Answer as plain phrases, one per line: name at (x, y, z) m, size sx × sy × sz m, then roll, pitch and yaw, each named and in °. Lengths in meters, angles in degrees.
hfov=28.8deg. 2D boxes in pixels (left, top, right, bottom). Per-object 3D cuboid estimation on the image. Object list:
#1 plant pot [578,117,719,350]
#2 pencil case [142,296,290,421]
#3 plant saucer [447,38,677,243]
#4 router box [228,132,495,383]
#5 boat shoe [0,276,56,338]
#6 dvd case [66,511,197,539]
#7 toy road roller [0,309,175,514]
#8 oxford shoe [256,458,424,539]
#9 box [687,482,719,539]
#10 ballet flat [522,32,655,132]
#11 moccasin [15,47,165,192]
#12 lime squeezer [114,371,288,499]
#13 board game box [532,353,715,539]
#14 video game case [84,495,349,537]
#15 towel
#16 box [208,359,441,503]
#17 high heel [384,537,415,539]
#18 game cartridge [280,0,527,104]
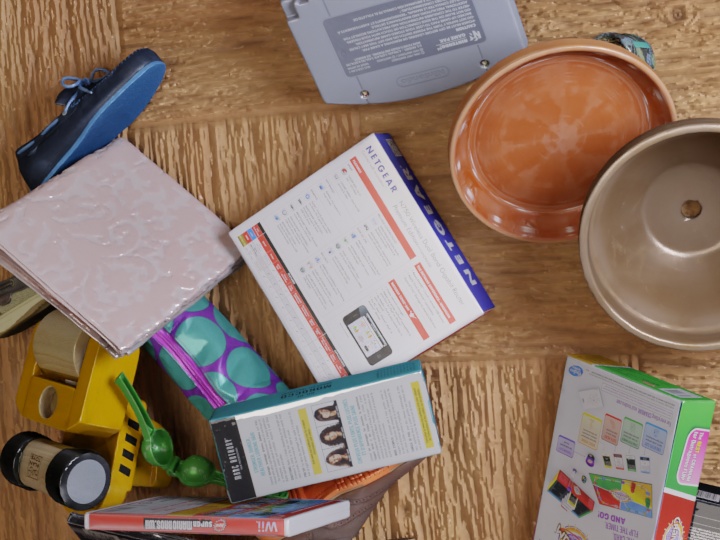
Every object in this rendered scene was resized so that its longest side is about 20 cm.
plant pot at (0.285, -0.040, 1.195) m, size 0.201 × 0.093 × 0.201 m, roll 2°, pitch 111°, yaw 5°
pencil case at (-0.150, 0.091, 1.372) m, size 0.200 × 0.092 × 0.085 m, roll 47°, pitch 110°, yaw 11°
plant saucer at (0.175, -0.113, 1.222) m, size 0.200 × 0.032 × 0.200 m, roll -3°, pitch 128°, yaw -3°
router box at (0.000, 0.000, 1.334) m, size 0.179 × 0.049 × 0.200 m, roll -32°, pitch 84°, yaw 19°
boat shoe at (-0.313, -0.003, 1.430) m, size 0.201 × 0.072 × 0.066 m, roll -35°, pitch 89°, yaw 23°
dvd case at (-0.186, 0.298, 1.368) m, size 0.149 × 0.200 × 0.016 m, roll 8°, pitch 57°, yaw 18°
toy road roller at (-0.255, 0.145, 1.387) m, size 0.123 × 0.146 × 0.200 m, roll 8°, pitch 85°, yaw 47°
oxford shoe at (-0.009, 0.212, 1.359) m, size 0.200 × 0.071 × 0.073 m, roll -31°, pitch 123°, yaw 10°
box at (0.360, 0.276, 1.221) m, size 0.200 × 0.079 × 0.141 m, roll 12°, pitch 96°, yaw 17°
ballet flat at (0.168, -0.151, 1.252) m, size 0.200 × 0.074 × 0.074 m, roll -36°, pitch 83°, yaw 18°
moccasin at (-0.281, -0.157, 1.401) m, size 0.200 × 0.080 × 0.068 m, roll -41°, pitch 77°, yaw 17°
lime squeezer at (-0.164, 0.173, 1.344) m, size 0.200 × 0.038 × 0.071 m, roll 38°, pitch 115°, yaw -9°
board game box at (0.226, 0.189, 1.234) m, size 0.153 × 0.040 × 0.200 m, roll 23°, pitch 106°, yaw 56°
video game case at (-0.127, 0.222, 1.271) m, size 0.200 × 0.143 × 0.017 m, roll -3°, pitch 87°, yaw 21°
towel at (-0.233, -0.025, 1.345) m, size 0.191 × 0.200 × 0.032 m, roll 40°, pitch 137°, yaw 11°
box at (-0.032, 0.147, 1.290) m, size 0.200 × 0.049 × 0.082 m, roll -13°, pitch 99°, yaw 2°
high heel at (-0.032, 0.314, 1.325) m, size 0.067 × 0.200 × 0.096 m, roll -17°, pitch 79°, yaw 64°
game cartridge at (0.043, -0.219, 1.268) m, size 0.200 × 0.040 × 0.133 m, roll -12°, pitch 127°, yaw 17°
